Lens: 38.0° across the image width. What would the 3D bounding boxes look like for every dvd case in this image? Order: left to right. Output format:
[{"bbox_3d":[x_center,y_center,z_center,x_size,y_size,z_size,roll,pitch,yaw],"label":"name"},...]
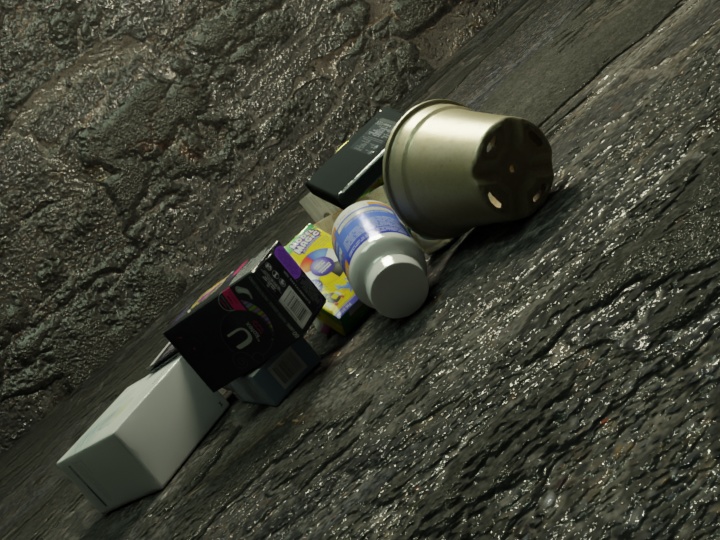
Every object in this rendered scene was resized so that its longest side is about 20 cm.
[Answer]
[{"bbox_3d":[-0.258,0.088,1.745,0.199,0.016,0.149,-33,12,23],"label":"dvd case"}]

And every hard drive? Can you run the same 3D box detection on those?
[{"bbox_3d":[0.008,-0.192,1.773,0.200,0.033,0.139,-44,31,-10],"label":"hard drive"}]

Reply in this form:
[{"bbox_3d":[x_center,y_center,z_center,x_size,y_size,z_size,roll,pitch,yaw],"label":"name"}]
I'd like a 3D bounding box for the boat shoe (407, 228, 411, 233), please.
[{"bbox_3d":[0.038,-0.025,1.673,0.200,0.062,0.075,-44,13,-9],"label":"boat shoe"}]

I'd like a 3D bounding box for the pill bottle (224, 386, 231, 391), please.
[{"bbox_3d":[-0.183,0.103,1.783,0.200,0.113,0.112,-47,13,-33],"label":"pill bottle"}]

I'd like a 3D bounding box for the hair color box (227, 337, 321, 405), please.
[{"bbox_3d":[-0.143,0.149,1.606,0.099,0.061,0.200,-44,12,-19],"label":"hair color box"}]

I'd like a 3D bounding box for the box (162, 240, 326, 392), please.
[{"bbox_3d":[-0.169,0.069,1.528,0.199,0.123,0.106,-33,13,30],"label":"box"}]

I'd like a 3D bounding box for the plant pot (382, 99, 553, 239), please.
[{"bbox_3d":[0.160,-0.140,1.435,0.200,0.201,0.183,-44,22,-19],"label":"plant pot"}]

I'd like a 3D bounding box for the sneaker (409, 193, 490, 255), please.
[{"bbox_3d":[0.145,-0.111,1.597,0.200,0.080,0.077,-46,13,-30],"label":"sneaker"}]

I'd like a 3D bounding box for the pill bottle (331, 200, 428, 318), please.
[{"bbox_3d":[0.030,-0.014,1.467,0.112,0.112,0.200,-39,27,6],"label":"pill bottle"}]

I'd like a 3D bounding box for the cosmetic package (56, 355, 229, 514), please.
[{"bbox_3d":[-0.353,0.266,1.701,0.199,0.123,0.200,-28,16,42],"label":"cosmetic package"}]

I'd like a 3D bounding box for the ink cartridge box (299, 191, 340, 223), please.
[{"bbox_3d":[0.009,-0.134,1.931,0.200,0.160,0.047,-40,12,0],"label":"ink cartridge box"}]

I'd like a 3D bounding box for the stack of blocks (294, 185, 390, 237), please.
[{"bbox_3d":[0.001,-0.076,1.786,0.199,0.059,0.115,-28,-10,32],"label":"stack of blocks"}]

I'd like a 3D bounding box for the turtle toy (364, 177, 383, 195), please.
[{"bbox_3d":[0.063,-0.178,1.829,0.198,0.101,0.147,-18,36,32],"label":"turtle toy"}]

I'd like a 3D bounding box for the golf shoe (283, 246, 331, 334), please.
[{"bbox_3d":[-0.088,0.029,1.682,0.201,0.090,0.076,-107,28,-51],"label":"golf shoe"}]

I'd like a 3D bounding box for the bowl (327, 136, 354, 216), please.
[{"bbox_3d":[0.030,-0.157,2.015,0.200,0.201,0.094,-41,46,-6],"label":"bowl"}]

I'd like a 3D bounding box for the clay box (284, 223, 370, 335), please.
[{"bbox_3d":[-0.062,0.005,1.617,0.199,0.048,0.115,31,64,32],"label":"clay box"}]
